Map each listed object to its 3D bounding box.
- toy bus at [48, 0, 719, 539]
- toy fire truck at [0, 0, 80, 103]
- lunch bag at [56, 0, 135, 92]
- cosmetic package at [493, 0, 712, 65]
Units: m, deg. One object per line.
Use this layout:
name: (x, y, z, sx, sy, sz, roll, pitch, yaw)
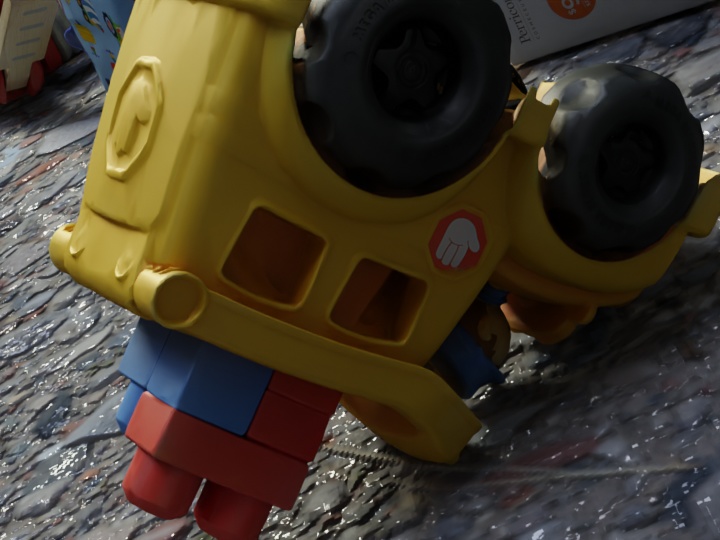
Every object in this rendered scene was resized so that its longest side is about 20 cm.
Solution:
toy bus: (0.000, 0.000, 0.603, 0.136, 0.199, 0.193, 17, 86, 60)
toy fire truck: (-0.209, -0.181, 1.253, 0.176, 0.129, 0.200, -35, 35, -14)
lunch bag: (-0.106, -0.119, 0.943, 0.094, 0.151, 0.200, -39, 25, -24)
cosmetic package: (0.098, -0.208, 0.826, 0.150, 0.201, 0.052, -15, 26, 32)
